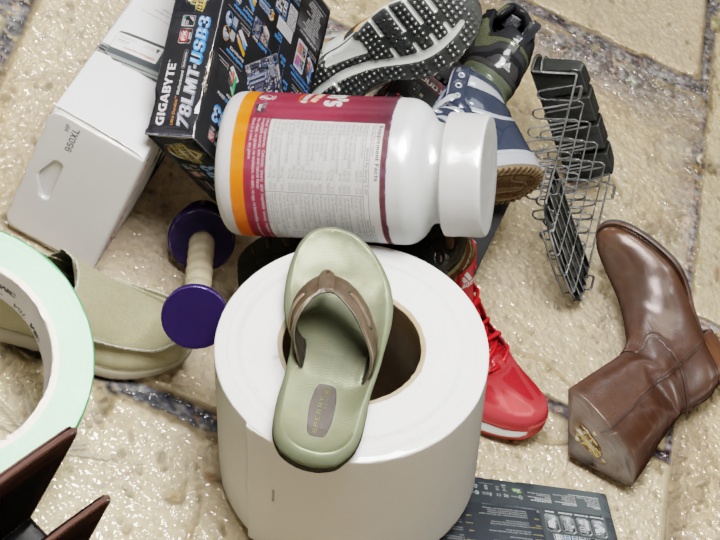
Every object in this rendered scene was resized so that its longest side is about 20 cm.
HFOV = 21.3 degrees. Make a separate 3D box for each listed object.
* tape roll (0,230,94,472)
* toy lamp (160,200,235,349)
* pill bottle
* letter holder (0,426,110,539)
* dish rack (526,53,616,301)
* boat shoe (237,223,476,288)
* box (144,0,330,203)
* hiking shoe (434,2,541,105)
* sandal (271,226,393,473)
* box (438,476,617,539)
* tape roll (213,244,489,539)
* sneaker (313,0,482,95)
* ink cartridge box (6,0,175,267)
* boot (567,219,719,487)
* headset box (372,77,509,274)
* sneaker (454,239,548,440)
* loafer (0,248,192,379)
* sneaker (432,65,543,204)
[{"bbox_3d":[-0.289,0.066,1.351,0.198,0.048,0.202,6,69,-15],"label":"tape roll"},{"bbox_3d":[-0.127,-0.004,1.502,0.058,0.059,0.200,23,20,-10],"label":"toy lamp"},{"bbox_3d":[-0.001,-0.076,1.434,0.198,0.110,0.110,3,44,12],"label":"pill bottle"},{"bbox_3d":[-0.234,0.210,1.235,0.100,0.143,0.200,42,45,10],"label":"letter holder"},{"bbox_3d":[0.183,-0.079,1.730,0.054,0.154,0.201,-2,49,24],"label":"dish rack"},{"bbox_3d":[0.000,0.000,1.525,0.074,0.198,0.077,22,64,-63],"label":"boat shoe"},{"bbox_3d":[-0.094,-0.161,1.529,0.049,0.200,0.200,7,74,22],"label":"box"},{"bbox_3d":[0.121,-0.196,1.769,0.076,0.101,0.200,42,1,-16],"label":"hiking shoe"},{"bbox_3d":[-0.018,0.047,1.332,0.079,0.058,0.202,3,49,1],"label":"sandal"},{"bbox_3d":[0.111,0.237,1.469,0.198,0.051,0.159,9,46,-22],"label":"box"},{"bbox_3d":[-0.008,0.099,1.417,0.200,0.140,0.204,1,49,-2],"label":"tape roll"},{"bbox_3d":[0.017,-0.194,1.651,0.074,0.199,0.080,59,26,-17],"label":"sneaker"},{"bbox_3d":[-0.192,-0.121,1.545,0.084,0.145,0.201,29,45,-3],"label":"ink cartridge box"},{"bbox_3d":[0.220,0.070,1.657,0.200,0.064,0.187,-35,86,-40],"label":"boot"},{"bbox_3d":[0.054,-0.080,1.681,0.148,0.075,0.201,39,43,-10],"label":"headset box"},{"bbox_3d":[0.086,0.048,1.574,0.199,0.116,0.078,34,44,2],"label":"sneaker"},{"bbox_3d":[-0.216,0.028,1.457,0.198,0.068,0.076,12,48,-20],"label":"loafer"},{"bbox_3d":[0.055,-0.115,1.601,0.198,0.070,0.109,2,56,-36],"label":"sneaker"}]
